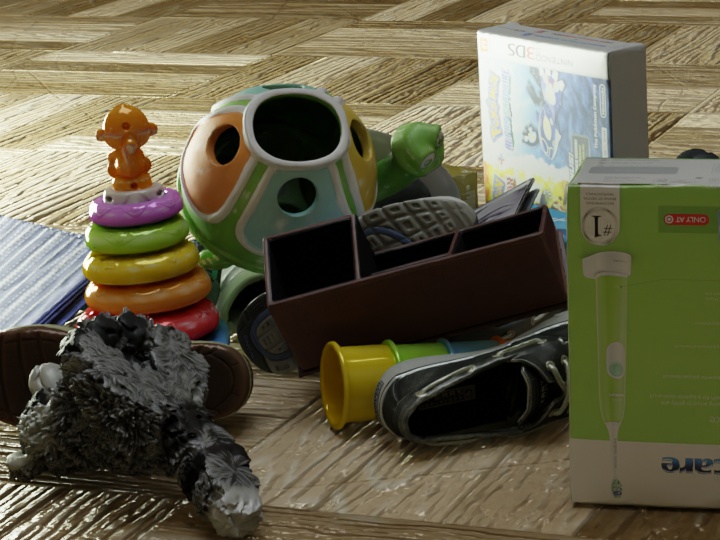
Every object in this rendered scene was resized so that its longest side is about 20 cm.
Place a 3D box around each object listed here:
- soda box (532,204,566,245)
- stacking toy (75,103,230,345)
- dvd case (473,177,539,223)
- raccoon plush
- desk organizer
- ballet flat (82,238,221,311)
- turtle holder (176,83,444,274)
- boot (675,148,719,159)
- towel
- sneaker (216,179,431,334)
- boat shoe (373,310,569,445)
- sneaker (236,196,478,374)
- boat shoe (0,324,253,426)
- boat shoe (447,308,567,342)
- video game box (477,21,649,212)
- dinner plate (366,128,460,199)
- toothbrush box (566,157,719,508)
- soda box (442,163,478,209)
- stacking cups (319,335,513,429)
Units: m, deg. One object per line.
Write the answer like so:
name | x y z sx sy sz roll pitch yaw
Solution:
soda box | 0.172 -0.003 1.832 0.068 0.064 0.200 -11 16 -33
stacking toy | -0.163 -0.024 1.689 0.116 0.200 0.110 -7 15 -2
dvd case | 0.056 0.000 1.746 0.149 0.016 0.200 -29 11 23
raccoon plush | -0.151 0.122 1.426 0.097 0.134 0.200 6 40 -34
desk organizer | 0.038 0.000 1.583 0.200 0.077 0.072 -15 47 11
ballet flat | -0.183 -0.002 1.835 0.200 0.074 0.074 3 15 38
turtle holder | -0.041 -0.069 1.718 0.185 0.141 0.132 20 -30 -3
boot | 0.280 0.017 1.706 0.200 0.076 0.168 35 49 2
towel | -0.280 0.018 1.808 0.145 0.024 0.200 -43 32 -24
sneaker | -0.029 -0.003 1.809 0.200 0.074 0.089 -28 29 5
boat shoe | 0.111 0.078 1.525 0.200 0.071 0.064 -15 17 -16
sneaker | 0.000 0.000 1.688 0.200 0.075 0.087 -29 5 19
boat shoe | -0.173 0.077 1.583 0.202 0.075 0.075 5 1 6
boat shoe | 0.072 0.047 1.649 0.200 0.062 0.073 -12 20 -31
video game box | 0.170 -0.100 1.940 0.047 0.200 0.182 -12 17 -29
dinner plate | -0.018 -0.048 1.876 0.200 0.200 0.024 0 53 9
toothbrush box | 0.201 0.037 1.390 0.145 0.200 0.086 1 13 13
soda box | 0.006 -0.048 2.035 0.200 0.064 0.068 -11 16 -31
stacking cups | 0.074 0.071 1.580 0.200 0.061 0.061 -4 14 -20
